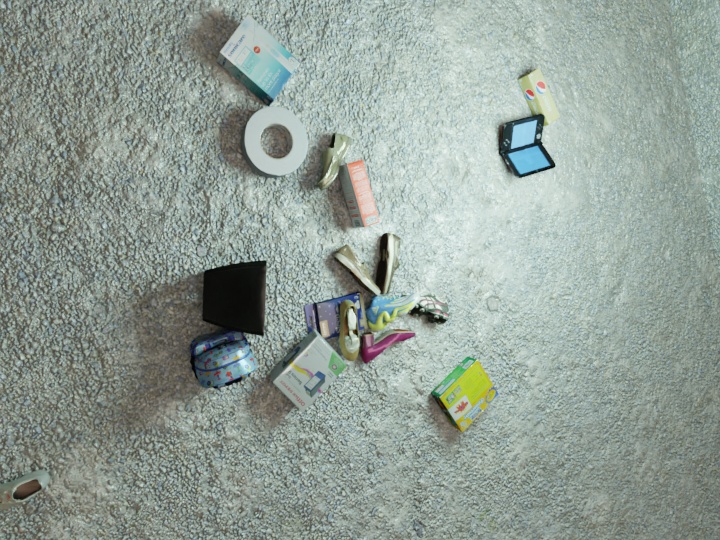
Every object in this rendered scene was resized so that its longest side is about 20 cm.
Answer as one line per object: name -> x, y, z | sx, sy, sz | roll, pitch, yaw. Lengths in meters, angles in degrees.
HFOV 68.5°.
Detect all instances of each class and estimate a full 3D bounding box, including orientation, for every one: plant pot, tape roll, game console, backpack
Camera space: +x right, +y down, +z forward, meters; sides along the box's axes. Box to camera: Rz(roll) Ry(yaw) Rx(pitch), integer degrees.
plant pot -> -0.359, 0.072, 1.520 | 0.173, 0.200, 0.205 | 2, 92, -12
tape roll -> -0.261, -0.386, 1.602 | 0.195, 0.066, 0.206 | -1, 92, -23
game console -> 0.622, -0.458, 1.938 | 0.196, 0.119, 0.176 | -18, 127, -22
backpack -> -0.389, 0.252, 1.502 | 0.179, 0.199, 0.138 | -17, 99, -20

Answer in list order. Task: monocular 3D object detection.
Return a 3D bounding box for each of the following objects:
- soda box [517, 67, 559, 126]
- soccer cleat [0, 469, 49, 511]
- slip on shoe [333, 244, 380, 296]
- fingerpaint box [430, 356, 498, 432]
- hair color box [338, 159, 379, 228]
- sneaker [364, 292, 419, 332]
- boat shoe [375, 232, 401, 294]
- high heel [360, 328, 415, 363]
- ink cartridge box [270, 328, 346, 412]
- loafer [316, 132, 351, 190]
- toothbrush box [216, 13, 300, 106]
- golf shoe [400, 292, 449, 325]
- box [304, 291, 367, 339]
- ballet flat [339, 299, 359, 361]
soda box -> 0.670, -0.646, 1.987 | 0.067, 0.064, 0.203 | -34, 104, -18
soccer cleat -> -0.909, 0.580, 1.361 | 0.197, 0.077, 0.071 | -25, 102, -20
slip on shoe -> 0.000, 0.000, 1.726 | 0.200, 0.076, 0.061 | 43, 77, -9
fingerpaint box -> 0.376, 0.443, 1.903 | 0.199, 0.073, 0.168 | -40, 105, -16
hair color box -> -0.009, -0.243, 1.696 | 0.060, 0.101, 0.205 | -19, 100, -20
sneaker -> 0.096, 0.113, 1.745 | 0.198, 0.076, 0.106 | -37, 94, 8
boat shoe -> 0.104, -0.020, 1.770 | 0.073, 0.074, 0.208 | 8, 89, -28
high heel -> 0.094, 0.253, 1.783 | 0.195, 0.067, 0.099 | -4, 95, -12
ink cartridge box -> -0.163, 0.311, 1.649 | 0.200, 0.087, 0.146 | -43, 106, -4
loafer -> -0.096, -0.347, 1.673 | 0.067, 0.075, 0.204 | 29, 72, -20
toothbrush box -> -0.301, -0.618, 1.565 | 0.199, 0.085, 0.148 | 38, 78, -18
golf shoe -> 0.220, 0.118, 1.836 | 0.197, 0.077, 0.090 | 25, 56, -19
box -> -0.078, 0.151, 1.722 | 0.196, 0.032, 0.124 | -13, 97, -21
ballet flat -> -0.034, 0.197, 1.691 | 0.067, 0.063, 0.205 | -10, 99, -22
